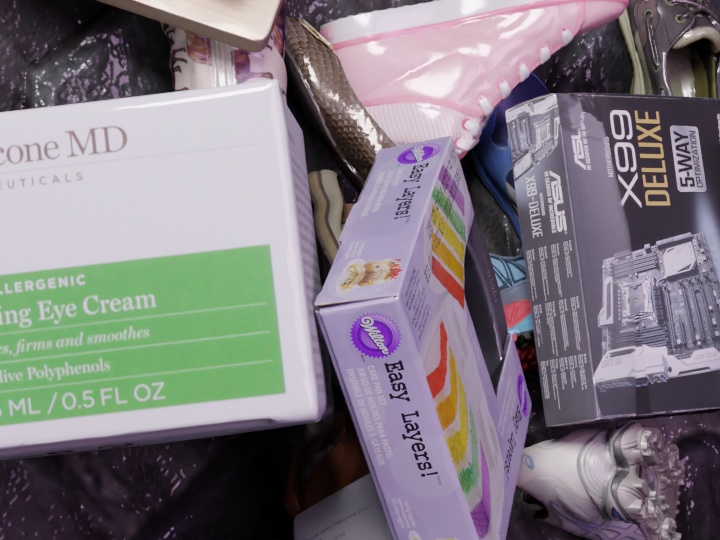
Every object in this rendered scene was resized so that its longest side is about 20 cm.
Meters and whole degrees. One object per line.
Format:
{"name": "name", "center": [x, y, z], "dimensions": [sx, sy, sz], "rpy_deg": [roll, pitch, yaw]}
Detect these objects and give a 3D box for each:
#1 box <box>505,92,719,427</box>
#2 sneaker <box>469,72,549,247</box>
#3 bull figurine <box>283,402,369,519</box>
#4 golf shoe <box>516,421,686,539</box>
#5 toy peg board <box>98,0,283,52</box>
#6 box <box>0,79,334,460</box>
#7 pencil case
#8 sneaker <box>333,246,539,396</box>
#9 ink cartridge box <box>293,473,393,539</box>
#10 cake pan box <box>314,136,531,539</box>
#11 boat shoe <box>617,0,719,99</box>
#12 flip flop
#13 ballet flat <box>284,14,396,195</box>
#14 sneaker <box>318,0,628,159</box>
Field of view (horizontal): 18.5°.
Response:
{"name": "box", "center": [0.173, -0.008, 1.377], "dimensions": [0.157, 0.050, 0.201], "rpy_deg": [-1, 81, -41]}
{"name": "sneaker", "center": [0.135, -0.051, 1.443], "dimensions": [0.074, 0.082, 0.201], "rpy_deg": [-31, 99, -32]}
{"name": "bull figurine", "center": [0.032, 0.147, 1.344], "dimensions": [0.200, 0.065, 0.122], "rpy_deg": [38, 54, -39]}
{"name": "golf shoe", "center": [0.156, 0.142, 1.425], "dimensions": [0.200, 0.097, 0.079], "rpy_deg": [50, 43, -61]}
{"name": "toy peg board", "center": [-0.115, -0.257, 1.235], "dimensions": [0.199, 0.098, 0.200], "rpy_deg": [18, 71, 2]}
{"name": "box", "center": [-0.121, 0.005, 1.147], "dimensions": [0.198, 0.200, 0.172], "rpy_deg": [-7, 86, 0]}
{"name": "pencil case", "center": [-0.075, -0.080, 1.296], "dimensions": [0.077, 0.089, 0.201], "rpy_deg": [-4, 87, -7]}
{"name": "sneaker", "center": [0.042, 0.024, 1.387], "dimensions": [0.199, 0.079, 0.096], "rpy_deg": [-1, 55, -27]}
{"name": "ink cartridge box", "center": [0.040, 0.227, 1.216], "dimensions": [0.144, 0.084, 0.201], "rpy_deg": [40, 28, -34]}
{"name": "cake pan box", "center": [0.040, 0.048, 1.196], "dimensions": [0.200, 0.052, 0.185], "rpy_deg": [-68, 146, -61]}
{"name": "boat shoe", "center": [0.222, -0.157, 1.526], "dimensions": [0.071, 0.066, 0.202], "rpy_deg": [2, 83, -34]}
{"name": "flip flop", "center": [0.000, 0.000, 1.288], "dimensions": [0.057, 0.200, 0.082], "rpy_deg": [-2, 116, -4]}
{"name": "ballet flat", "center": [0.006, -0.077, 1.336], "dimensions": [0.046, 0.067, 0.200], "rpy_deg": [-32, 75, -7]}
{"name": "sneaker", "center": [0.079, -0.123, 1.391], "dimensions": [0.199, 0.075, 0.105], "rpy_deg": [-12, 89, -7]}
